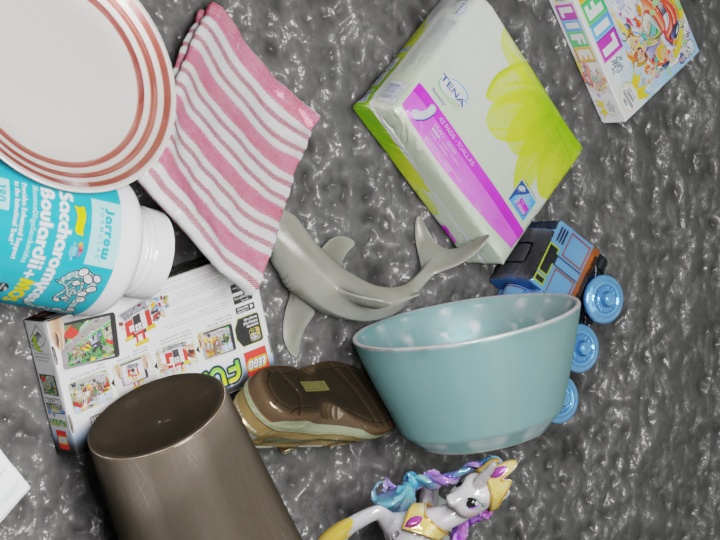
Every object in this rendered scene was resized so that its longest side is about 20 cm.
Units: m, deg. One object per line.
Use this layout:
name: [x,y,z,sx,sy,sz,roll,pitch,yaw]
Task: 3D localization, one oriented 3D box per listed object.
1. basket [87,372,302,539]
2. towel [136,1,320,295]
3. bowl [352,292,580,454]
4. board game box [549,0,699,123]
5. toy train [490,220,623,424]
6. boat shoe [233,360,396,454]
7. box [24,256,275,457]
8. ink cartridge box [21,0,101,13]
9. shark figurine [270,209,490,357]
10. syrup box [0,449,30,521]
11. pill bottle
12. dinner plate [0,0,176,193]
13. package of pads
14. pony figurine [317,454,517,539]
basket: [-0.123,0.194,1.353,0.181,0.134,0.202,-66,142,-56]
towel: [-0.103,-0.100,1.407,0.146,0.030,0.201,46,42,-32]
bowl: [0.099,0.091,1.512,0.199,0.200,0.106,-17,100,-37]
board game box: [0.249,-0.266,1.728,0.134,0.034,0.201,-42,116,-30]
toy train: [0.164,0.054,1.645,0.114,0.086,0.202,35,72,-25]
boat shoe: [-0.047,0.122,1.487,0.199,0.076,0.072,14,41,-53]
box: [-0.163,0.062,1.405,0.199,0.035,0.111,-20,104,-37]
ink cartridge box: [-0.228,-0.208,1.341,0.094,0.037,0.202,-38,117,-31]
shark figurine: [0.013,0.014,1.516,0.213,0.089,0.130,3,91,-37]
syrup box: [-0.331,0.106,1.241,0.082,0.078,0.201,-48,119,-26]
pill bottle: [-0.236,-0.028,1.293,0.198,0.110,0.112,11,85,-39]
dinner plate: [-0.222,-0.148,1.284,0.199,0.024,0.203,17,61,-34]
package of pads: [0.103,-0.129,1.593,0.155,0.068,0.200,-53,122,-24]
pony figurine: [0.053,0.244,1.512,0.198,0.167,0.194,-27,147,-8]
